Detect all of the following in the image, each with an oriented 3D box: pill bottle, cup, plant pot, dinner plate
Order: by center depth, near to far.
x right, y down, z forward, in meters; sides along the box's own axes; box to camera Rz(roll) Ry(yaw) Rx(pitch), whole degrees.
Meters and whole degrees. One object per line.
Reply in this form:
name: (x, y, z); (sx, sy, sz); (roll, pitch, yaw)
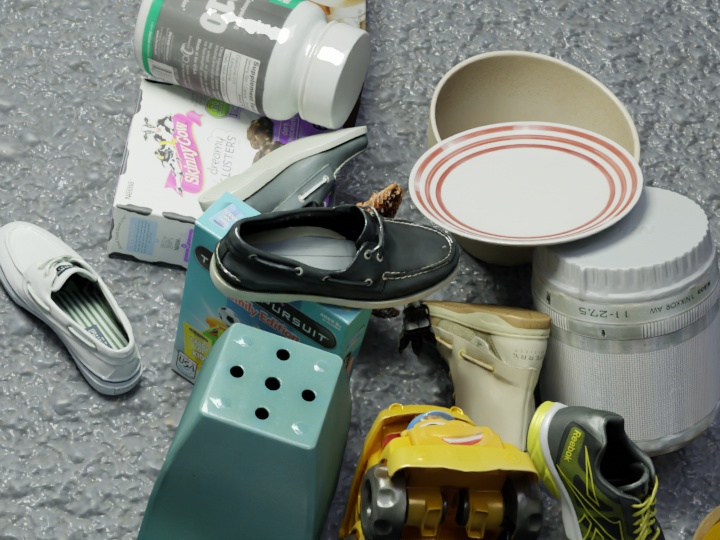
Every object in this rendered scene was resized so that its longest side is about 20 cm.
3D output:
plant pot: (-0.084, 0.145, 1.272); (0.140, 0.200, 0.142); (18, 51, 1)
dinner plate: (0.141, -0.070, 1.399); (0.199, 0.024, 0.201); (-2, 36, 2)
pill bottle: (-0.099, -0.206, 1.513); (0.199, 0.113, 0.113); (20, 50, 12)
cup: (0.148, -0.088, 1.552); (0.199, 0.144, 0.201); (7, 51, -8)

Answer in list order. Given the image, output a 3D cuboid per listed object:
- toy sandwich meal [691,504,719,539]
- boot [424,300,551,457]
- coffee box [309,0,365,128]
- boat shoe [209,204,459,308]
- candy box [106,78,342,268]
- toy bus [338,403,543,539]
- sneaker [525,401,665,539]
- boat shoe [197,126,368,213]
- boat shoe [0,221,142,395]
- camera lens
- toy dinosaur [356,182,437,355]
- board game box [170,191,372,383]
toy sandwich meal: (0.364, 0.262, 1.373); (0.204, 0.070, 0.206); (7, 51, -8)
boot: (0.097, 0.106, 1.418); (0.072, 0.200, 0.157); (3, 92, -27)
coffee box: (-0.055, -0.243, 1.668); (0.114, 0.080, 0.201); (8, 51, -7)
boat shoe: (-0.013, -0.020, 1.246); (0.198, 0.066, 0.075); (2, 51, -13)
candy box: (-0.124, -0.081, 1.526); (0.199, 0.072, 0.168); (10, 50, -6)
toy bus: (0.051, 0.173, 1.291); (0.135, 0.201, 0.192); (5, 37, -12)
sneaker: (0.209, 0.193, 1.331); (0.075, 0.084, 0.200); (-47, 113, -33)
boat shoe: (-0.062, -0.075, 1.466); (0.200, 0.073, 0.062); (-33, 109, -41)
boat shoe: (-0.250, 0.016, 1.421); (0.073, 0.067, 0.200); (-31, 65, -32)
camera lens: (0.230, 0.048, 1.411); (0.159, 0.201, 0.160); (-6, 29, 3)
toy dinosaur: (0.000, 0.000, 1.406); (0.102, 0.200, 0.136); (-13, 55, 0)
board game box: (-0.076, 0.050, 1.349); (0.151, 0.200, 0.047); (33, 52, 13)
